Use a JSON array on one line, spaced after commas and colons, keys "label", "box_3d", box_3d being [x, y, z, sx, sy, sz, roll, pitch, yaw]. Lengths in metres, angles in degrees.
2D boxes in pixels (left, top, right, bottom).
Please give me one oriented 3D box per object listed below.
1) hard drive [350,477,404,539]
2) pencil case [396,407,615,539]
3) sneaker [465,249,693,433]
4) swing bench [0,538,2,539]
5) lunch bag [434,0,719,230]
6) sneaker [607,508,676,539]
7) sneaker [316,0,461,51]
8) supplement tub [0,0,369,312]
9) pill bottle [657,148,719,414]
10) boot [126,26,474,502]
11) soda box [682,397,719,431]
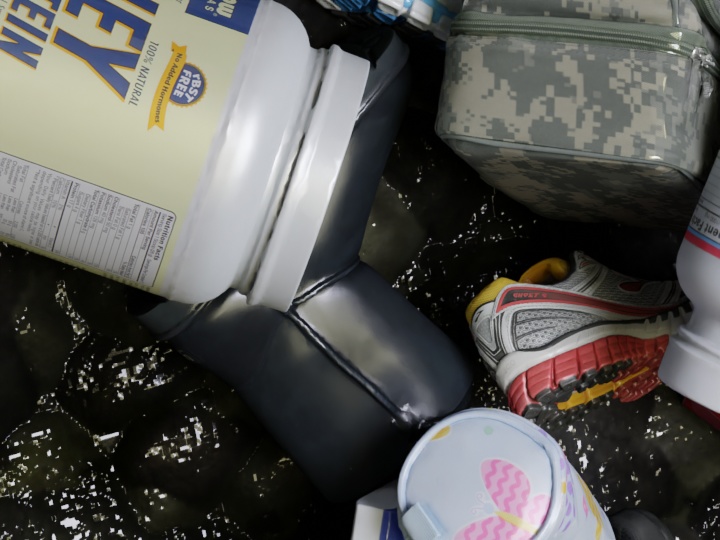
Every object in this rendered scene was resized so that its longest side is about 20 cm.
[{"label": "hard drive", "box_3d": [0.013, 0.209, 1.356, 0.025, 0.132, 0.201, 11, 98, 17]}, {"label": "pencil case", "box_3d": [0.077, 0.132, 1.332, 0.090, 0.200, 0.084, -21, 69, 6]}, {"label": "sneaker", "box_3d": [0.131, 0.021, 1.375, 0.078, 0.082, 0.200, -46, 160, 32]}, {"label": "swing bench", "box_3d": [-0.158, 0.199, 1.222, 0.200, 0.199, 0.130, 35, 84, -27]}, {"label": "lunch bag", "box_3d": [0.132, -0.119, 1.305, 0.200, 0.139, 0.169, 25, 72, -64]}, {"label": "sneaker", "box_3d": [0.205, 0.191, 1.475, 0.115, 0.076, 0.201, -35, 123, -21]}, {"label": "sneaker", "box_3d": [-0.003, -0.174, 1.300, 0.199, 0.075, 0.087, 26, 79, -30]}, {"label": "supplement tub", "box_3d": [-0.108, -0.070, 1.193, 0.199, 0.145, 0.146, 19, 92, -4]}, {"label": "pill bottle", "box_3d": [0.214, -0.027, 1.222, 0.108, 0.109, 0.201, 17, 99, -27]}, {"label": "boot", "box_3d": [0.000, 0.000, 1.329, 0.168, 0.076, 0.200, 41, 84, -25]}, {"label": "soda box", "box_3d": [0.218, 0.047, 1.378, 0.063, 0.200, 0.070, 36, 82, 10]}]
